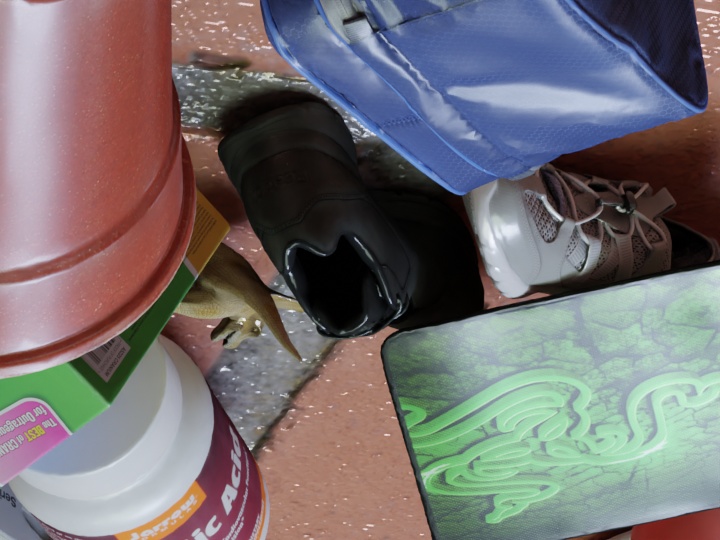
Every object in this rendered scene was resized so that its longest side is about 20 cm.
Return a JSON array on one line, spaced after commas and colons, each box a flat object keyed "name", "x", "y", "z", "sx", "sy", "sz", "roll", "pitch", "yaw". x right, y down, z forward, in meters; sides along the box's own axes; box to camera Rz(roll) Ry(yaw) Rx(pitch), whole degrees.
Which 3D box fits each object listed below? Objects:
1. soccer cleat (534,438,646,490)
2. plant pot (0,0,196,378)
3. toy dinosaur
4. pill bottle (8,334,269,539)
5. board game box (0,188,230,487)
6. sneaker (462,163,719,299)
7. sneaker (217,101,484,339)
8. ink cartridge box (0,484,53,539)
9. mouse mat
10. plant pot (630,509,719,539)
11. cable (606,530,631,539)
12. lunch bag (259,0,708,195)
[{"name": "soccer cleat", "x": 0.166, "y": 0.042, "z": 1.492, "sx": 0.199, "sy": 0.068, "sz": 0.073, "roll": -25, "pitch": 148, "yaw": -6}, {"name": "plant pot", "x": -0.153, "y": -0.094, "z": 1.152, "sx": 0.200, "sy": 0.201, "sz": 0.196, "roll": 0, "pitch": 143, "yaw": -10}, {"name": "toy dinosaur", "x": -0.069, "y": 0.005, "z": 1.425, "sx": 0.101, "sy": 0.058, "sz": 0.200, "roll": 19, "pitch": 176, "yaw": -7}, {"name": "pill bottle", "x": -0.121, "y": 0.096, "z": 1.541, "sx": 0.114, "sy": 0.115, "sz": 0.200, "roll": -10, "pitch": 155, "yaw": 8}, {"name": "board game box", "x": -0.160, "y": 0.052, "z": 1.340, "sx": 0.040, "sy": 0.153, "sz": 0.200, "roll": 46, "pitch": 125, "yaw": -11}, {"name": "sneaker", "x": 0.108, "y": -0.027, "z": 1.433, "sx": 0.082, "sy": 0.075, "sz": 0.200, "roll": -26, "pitch": 157, "yaw": 21}, {"name": "sneaker", "x": 0.000, "y": 0.000, "z": 1.427, "sx": 0.076, "sy": 0.091, "sz": 0.200, "roll": -28, "pitch": 145, "yaw": 21}, {"name": "ink cartridge box", "x": -0.259, "y": 0.149, "z": 1.655, "sx": 0.199, "sy": 0.083, "sz": 0.147, "roll": -17, "pitch": 148, "yaw": 21}, {"name": "mouse mat", "x": 0.120, "y": 0.069, "z": 1.448, "sx": 0.199, "sy": 0.008, "sz": 0.161, "roll": -12, "pitch": 130, "yaw": 6}, {"name": "plant pot", "x": 0.256, "y": 0.117, "z": 1.596, "sx": 0.199, "sy": 0.201, "sz": 0.178, "roll": -1, "pitch": 139, "yaw": -8}, {"name": "cable", "x": 0.217, "y": 0.218, "z": 1.871, "sx": 0.199, "sy": 0.070, "sz": 0.200, "roll": 4, "pitch": 148, "yaw": -14}, {"name": "lunch bag", "x": 0.034, "y": -0.123, "z": 1.171, "sx": 0.132, "sy": 0.136, "sz": 0.200, "roll": -21, "pitch": 147, "yaw": 25}]
